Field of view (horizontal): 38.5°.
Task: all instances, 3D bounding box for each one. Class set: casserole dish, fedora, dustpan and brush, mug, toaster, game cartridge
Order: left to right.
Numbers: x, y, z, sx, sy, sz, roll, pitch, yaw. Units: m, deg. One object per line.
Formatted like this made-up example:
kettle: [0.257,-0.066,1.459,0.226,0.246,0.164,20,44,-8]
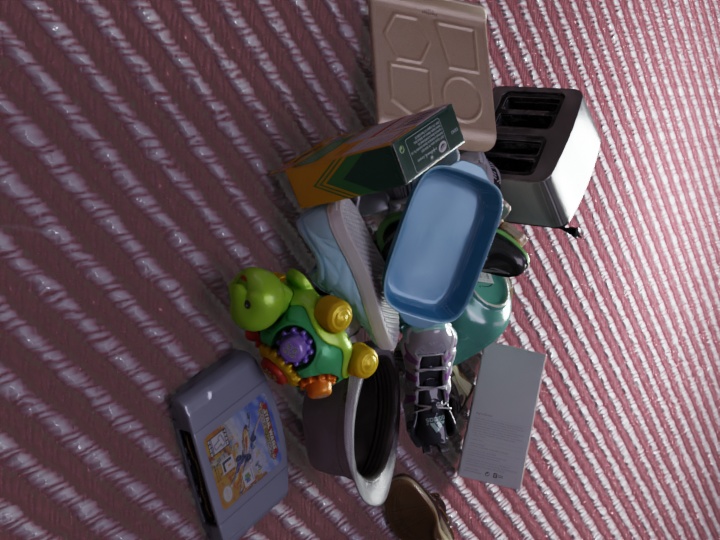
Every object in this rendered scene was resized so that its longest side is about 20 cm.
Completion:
game cartridge: [-0.143,0.201,1.175,0.133,0.041,0.203,-33,120,-41]
fedora: [-0.016,0.186,1.281,0.177,0.089,0.203,32,61,-64]
dustpan and brush: [0.045,-0.095,1.292,0.138,0.200,0.058,-24,95,-11]
casserole dish: [0.091,-0.033,1.215,0.120,0.039,0.203,16,99,-24]
mug: [0.127,0.046,1.385,0.152,0.114,0.186,44,38,-12]
toaster: [0.248,-0.162,1.508,0.182,0.198,0.119,-64,143,-23]

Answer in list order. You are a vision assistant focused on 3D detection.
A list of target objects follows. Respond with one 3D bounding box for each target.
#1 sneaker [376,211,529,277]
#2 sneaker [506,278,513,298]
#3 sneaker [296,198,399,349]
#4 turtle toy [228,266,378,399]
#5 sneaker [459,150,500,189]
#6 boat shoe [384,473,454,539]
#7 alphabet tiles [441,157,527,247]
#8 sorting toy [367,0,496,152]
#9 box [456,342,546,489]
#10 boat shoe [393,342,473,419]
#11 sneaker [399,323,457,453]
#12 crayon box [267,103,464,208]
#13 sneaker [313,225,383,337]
sneaker: [0.115,-0.013,1.296,0.077,0.197,0.085,108,-11,-56]
sneaker: [0.162,-0.004,1.534,0.090,0.067,0.202,-43,130,-27]
sneaker: [-0.015,0.009,1.231,0.202,0.081,0.074,68,26,-19]
turtle toy: [-0.078,0.067,1.164,0.101,0.145,0.201,-45,128,-21]
sneaker: [0.130,-0.170,1.415,0.115,0.074,0.202,42,33,-40]
boat shoe: [0.092,0.358,1.495,0.201,0.071,0.072,57,21,-27]
alphabet tiles: [0.129,-0.085,1.357,0.015,0.199,0.196,-52,176,-14]
sorting toy: [0.092,-0.262,1.353,0.183,0.036,0.203,3,80,-28]
box: [0.212,0.221,1.560,0.124,0.096,0.203,62,40,-78]
boat shoe: [0.104,0.161,1.465,0.200,0.072,0.066,40,59,-48]
sneaker: [0.093,0.163,1.311,0.201,0.076,0.141,88,-5,-53]
crayon box: [0.005,-0.127,1.182,0.125,0.198,0.052,-38,112,-43]
sneaker: [0.000,0.000,1.306,0.201,0.073,0.080,-53,128,-34]
